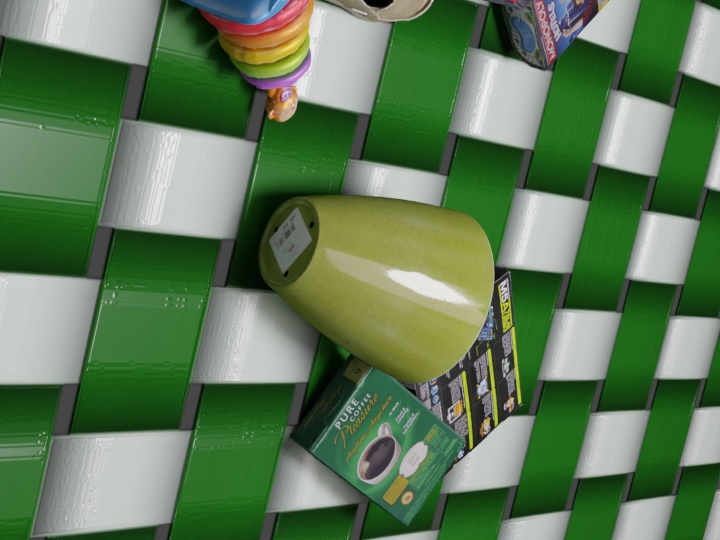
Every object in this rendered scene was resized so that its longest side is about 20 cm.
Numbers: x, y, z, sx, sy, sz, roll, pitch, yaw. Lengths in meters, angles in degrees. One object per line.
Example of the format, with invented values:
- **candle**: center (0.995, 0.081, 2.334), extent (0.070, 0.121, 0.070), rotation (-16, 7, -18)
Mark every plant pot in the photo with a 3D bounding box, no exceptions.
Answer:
- **plant pot**: center (0.000, 0.000, 1.627), extent (0.199, 0.186, 0.189), rotation (20, 89, -39)

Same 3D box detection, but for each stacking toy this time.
- **stacking toy**: center (-0.085, -0.209, 1.485), extent (0.116, 0.109, 0.201), rotation (-51, 150, -29)

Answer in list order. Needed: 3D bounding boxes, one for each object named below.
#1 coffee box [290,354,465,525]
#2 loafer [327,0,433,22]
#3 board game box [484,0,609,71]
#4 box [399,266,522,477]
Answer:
- **coffee box**: center (0.023, 0.187, 1.786), extent (0.123, 0.044, 0.200), rotation (-54, 132, -6)
- **loafer**: center (0.017, -0.283, 1.595), extent (0.199, 0.068, 0.076), rotation (-1, 106, -52)
- **board game box**: center (0.192, -0.337, 1.806), extent (0.200, 0.061, 0.201), rotation (-46, 137, -29)
- **box**: center (0.115, 0.124, 1.915), extent (0.193, 0.047, 0.202), rotation (-39, 132, -39)
